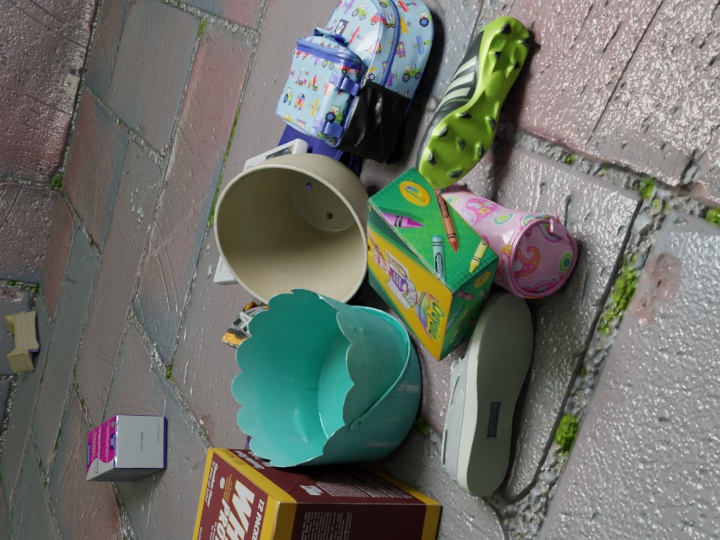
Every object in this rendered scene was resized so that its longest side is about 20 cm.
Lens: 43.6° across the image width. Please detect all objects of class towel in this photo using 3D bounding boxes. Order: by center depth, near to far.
[{"bbox_3d":[-0.068,-0.143,1.297,0.148,0.049,0.200,-62,34,16],"label":"towel"}]

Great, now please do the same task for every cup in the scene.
[{"bbox_3d":[-0.064,-0.066,1.134,0.201,0.200,0.143,-57,0,34],"label":"cup"}]

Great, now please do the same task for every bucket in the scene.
[{"bbox_3d":[-0.036,0.128,1.042,0.206,0.134,0.209,-14,69,42],"label":"bucket"}]

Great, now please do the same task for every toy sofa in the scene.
[{"bbox_3d":[-1.063,0.223,2.853,0.200,0.097,0.083,-118,22,-46],"label":"toy sofa"}]

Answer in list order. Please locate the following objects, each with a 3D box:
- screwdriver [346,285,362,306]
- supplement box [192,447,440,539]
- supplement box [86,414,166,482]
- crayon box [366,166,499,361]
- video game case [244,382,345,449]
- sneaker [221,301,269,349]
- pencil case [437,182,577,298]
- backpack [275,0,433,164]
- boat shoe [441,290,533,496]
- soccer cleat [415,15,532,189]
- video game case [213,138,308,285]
[{"bbox_3d":[0.000,0.000,1.155,0.028,0.029,0.202,32,111,57],"label":"screwdriver"},{"bbox_3d":[-0.055,0.291,1.000,0.197,0.199,0.134,12,92,59],"label":"supplement box"},{"bbox_3d":[-0.461,0.351,1.766,0.200,0.103,0.102,-33,55,54],"label":"supplement box"},{"bbox_3d":[0.065,0.001,0.879,0.119,0.058,0.200,48,166,19],"label":"crayon box"},{"bbox_3d":[-0.087,0.236,1.197,0.181,0.036,0.202,15,95,47],"label":"video game case"},{"bbox_3d":[-0.136,0.090,1.320,0.199,0.078,0.078,9,70,53],"label":"sneaker"},{"bbox_3d":[0.124,-0.036,0.902,0.200,0.087,0.088,31,109,59],"label":"pencil case"},{"bbox_3d":[-0.002,-0.257,1.128,0.183,0.134,0.201,45,117,53],"label":"backpack"},{"bbox_3d":[0.115,0.117,0.889,0.071,0.070,0.203,15,97,57],"label":"boat shoe"},{"bbox_3d":[0.115,-0.175,0.956,0.201,0.067,0.081,-61,18,-3],"label":"soccer cleat"},{"bbox_3d":[-0.146,-0.080,1.308,0.181,0.023,0.202,-7,66,59],"label":"video game case"}]
